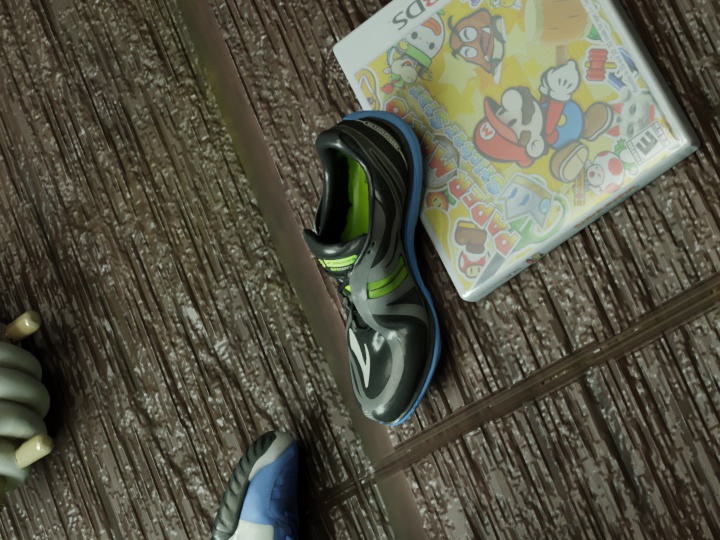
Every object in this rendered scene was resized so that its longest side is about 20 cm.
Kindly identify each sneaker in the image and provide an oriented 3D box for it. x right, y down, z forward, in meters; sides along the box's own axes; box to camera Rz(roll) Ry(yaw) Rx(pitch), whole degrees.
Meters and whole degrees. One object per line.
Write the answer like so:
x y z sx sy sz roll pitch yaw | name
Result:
-0.059 0.204 1.516 0.077 0.076 0.200 8 86 13 | sneaker
0.000 0.000 1.475 0.071 0.083 0.200 0 98 44 | sneaker

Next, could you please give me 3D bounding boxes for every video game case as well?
0.094 -0.111 1.476 0.182 0.023 0.200 -36 69 23 | video game case

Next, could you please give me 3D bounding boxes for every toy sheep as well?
-0.277 0.089 1.618 0.138 0.138 0.200 -19 62 28 | toy sheep
